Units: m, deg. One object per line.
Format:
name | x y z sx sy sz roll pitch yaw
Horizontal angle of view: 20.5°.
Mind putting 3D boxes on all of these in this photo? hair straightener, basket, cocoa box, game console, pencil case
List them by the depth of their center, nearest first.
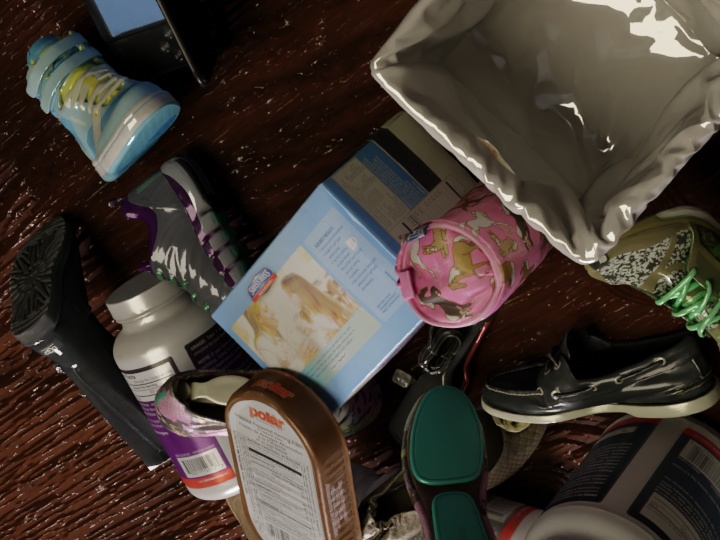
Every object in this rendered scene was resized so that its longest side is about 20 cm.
basket | 0.144 -0.139 1.316 0.198 0.161 0.200 42 98 4
pencil case | 0.097 -0.030 1.453 0.086 0.200 0.083 37 123 8
game console | -0.196 -0.236 1.577 0.175 0.116 0.201 -11 111 39
cocoa box | 0.000 0.000 1.585 0.133 0.131 0.200 44 134 2
hair straightener | 0.067 0.081 1.628 0.041 0.077 0.200 51 138 20

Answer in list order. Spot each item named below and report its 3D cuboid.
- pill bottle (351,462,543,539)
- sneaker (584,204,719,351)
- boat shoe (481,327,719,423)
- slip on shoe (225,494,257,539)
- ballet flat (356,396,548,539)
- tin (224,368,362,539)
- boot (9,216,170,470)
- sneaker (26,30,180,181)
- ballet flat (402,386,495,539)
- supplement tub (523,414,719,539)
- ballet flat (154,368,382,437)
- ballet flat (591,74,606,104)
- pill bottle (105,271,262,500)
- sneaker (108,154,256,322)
pill bottle | 0.061 0.236 1.712 0.199 0.116 0.116 15 127 28
sneaker | 0.242 0.015 1.380 0.077 0.199 0.089 -46 47 39
boat shoe | 0.179 0.076 1.550 0.199 0.074 0.066 -1 116 36
slip on shoe | -0.065 0.269 1.839 0.076 0.061 0.200 -13 120 37
ballet flat | 0.071 0.161 1.636 0.200 0.046 0.068 -38 62 11
tin | -0.055 0.171 1.629 0.112 0.042 0.201 19 133 34
boot | -0.234 0.066 1.828 0.065 0.165 0.200 -29 124 23
sneaker | -0.221 -0.146 1.635 0.131 0.079 0.200 50 163 -4
ballet flat | 0.069 0.185 1.561 0.069 0.201 0.071 -2 135 -8
supplement tub | 0.208 0.212 1.532 0.140 0.200 0.141 18 128 25
ballet flat | -0.073 0.110 1.684 0.199 0.070 0.071 1 164 -12
ballet flat | 0.105 -0.147 1.457 0.199 0.067 0.067 12 126 29
pill bottle | -0.145 0.095 1.765 0.112 0.112 0.201 -14 109 40
sneaker | -0.134 0.005 1.698 0.087 0.074 0.201 -30 85 8
